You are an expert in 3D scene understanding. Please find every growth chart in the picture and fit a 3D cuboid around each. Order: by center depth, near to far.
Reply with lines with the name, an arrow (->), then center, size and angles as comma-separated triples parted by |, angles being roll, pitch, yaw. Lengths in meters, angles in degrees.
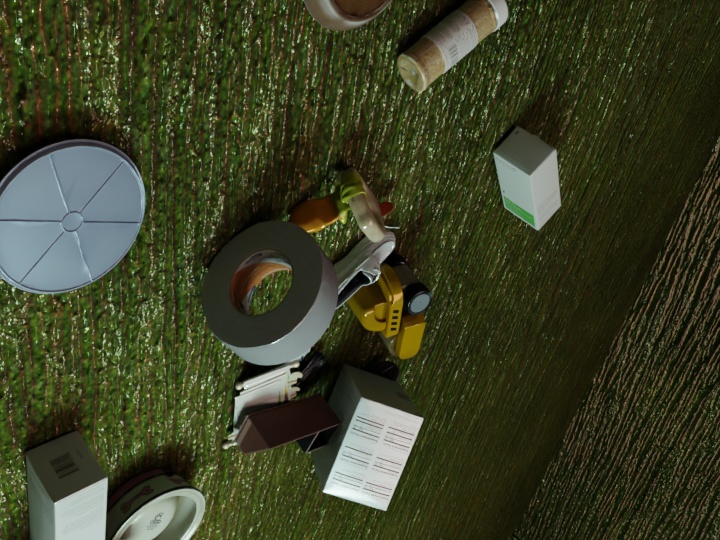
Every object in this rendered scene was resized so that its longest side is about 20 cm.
growth chart -> -0.180, 0.250, 1.348 | 0.142, 0.018, 0.203 | -13, 137, -31

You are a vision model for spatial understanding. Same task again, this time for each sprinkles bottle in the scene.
sprinkles bottle -> 0.147, -0.370, 1.158 | 0.199, 0.068, 0.069 | -42, 147, -16

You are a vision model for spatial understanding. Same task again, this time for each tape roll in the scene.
tape roll -> -0.133, 0.031, 1.067 | 0.201, 0.199, 0.066 | -46, 147, -7

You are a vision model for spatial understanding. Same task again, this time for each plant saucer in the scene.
plant saucer -> 0.003, -0.415, 0.967 | 0.198, 0.032, 0.204 | -32, 142, -28

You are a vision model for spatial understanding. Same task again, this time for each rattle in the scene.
rattle -> -0.020, -0.083, 1.227 | 0.143, 0.131, 0.200 | -43, 175, 7

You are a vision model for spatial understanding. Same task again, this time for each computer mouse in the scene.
computer mouse -> -0.118, 0.152, 1.348 | 0.109, 0.044, 0.203 | -37, 145, -21

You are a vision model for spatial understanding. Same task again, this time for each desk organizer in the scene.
desk organizer -> -0.132, 0.301, 1.362 | 0.197, 0.077, 0.073 | -7, 136, -50

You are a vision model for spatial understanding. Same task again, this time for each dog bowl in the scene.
dog bowl -> -0.373, 0.436, 1.273 | 0.198, 0.073, 0.204 | -32, 142, -29

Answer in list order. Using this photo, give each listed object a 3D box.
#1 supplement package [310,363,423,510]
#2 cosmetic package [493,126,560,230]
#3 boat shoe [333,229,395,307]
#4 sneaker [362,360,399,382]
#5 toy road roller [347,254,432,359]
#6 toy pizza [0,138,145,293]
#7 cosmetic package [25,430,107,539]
supplement package -> 0.007, 0.333, 1.479 | 0.144, 0.191, 0.205 | 20, 97, -15
cosmetic package -> 0.357, -0.193, 1.545 | 0.085, 0.107, 0.201 | -44, 145, -8
boat shoe -> 0.000, 0.000, 1.327 | 0.198, 0.068, 0.073 | -34, 144, -26
sneaker -> 0.014, 0.288, 1.638 | 0.200, 0.076, 0.116 | -42, 156, -2
toy road roller -> 0.043, 0.079, 1.420 | 0.142, 0.124, 0.204 | -14, 134, -23
toy pizza -> -0.347, -0.064, 0.860 | 0.198, 0.032, 0.204 | -33, 143, -29
cosmetic package -> -0.438, 0.357, 1.083 | 0.084, 0.107, 0.204 | -20, 137, -40
